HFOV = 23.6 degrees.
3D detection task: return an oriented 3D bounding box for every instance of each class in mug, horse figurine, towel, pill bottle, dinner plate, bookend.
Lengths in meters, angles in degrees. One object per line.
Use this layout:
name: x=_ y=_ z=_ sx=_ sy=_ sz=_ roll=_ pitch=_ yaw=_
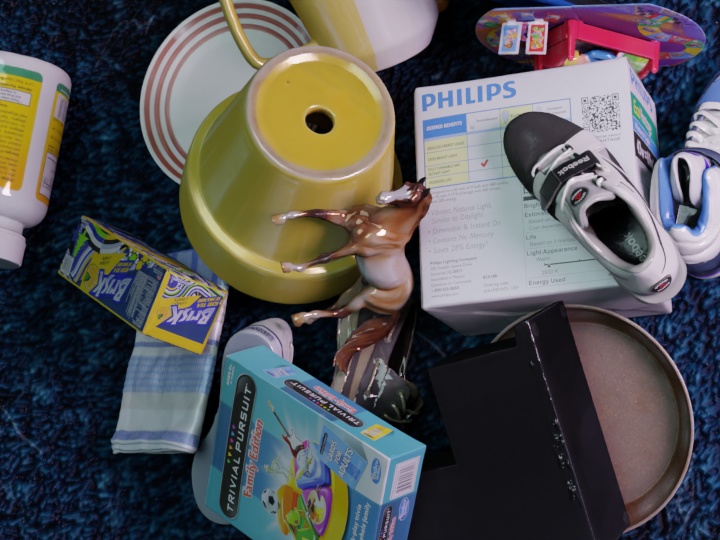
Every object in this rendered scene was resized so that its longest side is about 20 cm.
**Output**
mug: x=-0.017 y=-0.259 z=1.568 sx=0.186 sy=0.150 sz=0.154 roll=-15 pitch=110 yaw=23
horse figurine: x=0.000 y=0.000 z=1.469 sx=0.132 sy=0.200 sz=0.050 roll=-13 pitch=45 yaw=-5
towel: x=-0.177 y=0.075 z=1.611 sx=0.147 sy=0.024 sz=0.201 roll=-6 pitch=70 yaw=54
pill bottle: x=-0.360 y=-0.108 z=1.714 sx=0.112 sy=0.113 sz=0.201 roll=5 pitch=79 yaw=21
dinner plate: x=-0.123 y=-0.169 z=1.690 sx=0.199 sy=0.024 sz=0.201 roll=-5 pitch=74 yaw=20
bookend: x=0.096 y=0.152 z=1.442 sx=0.199 sy=0.092 sz=0.200 roll=-17 pitch=92 yaw=26

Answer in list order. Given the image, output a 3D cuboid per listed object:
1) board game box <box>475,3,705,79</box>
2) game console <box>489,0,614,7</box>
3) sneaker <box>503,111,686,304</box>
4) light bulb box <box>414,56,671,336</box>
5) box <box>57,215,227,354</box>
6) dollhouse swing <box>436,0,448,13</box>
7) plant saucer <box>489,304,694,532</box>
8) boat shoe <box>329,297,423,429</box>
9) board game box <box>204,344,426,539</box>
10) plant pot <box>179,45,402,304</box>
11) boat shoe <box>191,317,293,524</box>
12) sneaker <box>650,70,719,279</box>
board game box: x=0.199 y=-0.185 z=1.501 sx=0.199 sy=0.158 sz=0.039 roll=2 pitch=78 yaw=20
game console: x=0.141 y=-0.292 z=1.514 sx=0.170 sy=0.200 sz=0.119 roll=17 pitch=96 yaw=45
sneaker: x=0.183 y=-0.064 z=1.381 sx=0.074 sy=0.088 sz=0.200 roll=-45 pitch=66 yaw=6
light bulb box: x=0.159 y=-0.061 z=1.503 sx=0.197 sy=0.125 sz=0.201 roll=-7 pitch=75 yaw=19
box: x=-0.205 y=0.011 z=1.601 sx=0.200 sy=0.070 sz=0.065 roll=29 pitch=95 yaw=54
dollhouse swing: x=0.001 y=-0.356 z=1.620 sx=0.199 sy=0.182 sz=0.176 roll=9 pitch=63 yaw=21
plant saucer: x=0.189 y=0.126 z=1.468 sx=0.199 sy=0.034 sz=0.201 roll=4 pitch=99 yaw=25
boat shoe: x=0.015 y=0.110 z=1.543 sx=0.073 sy=0.074 sz=0.201 roll=0 pitch=78 yaw=20
board game box: x=-0.043 y=0.175 z=1.455 sx=0.200 sy=0.047 sz=0.152 roll=28 pitch=118 yaw=37
plant pot: x=-0.052 y=-0.095 z=1.515 sx=0.200 sy=0.189 sz=0.202 roll=4 pitch=67 yaw=-10
boat shoe: x=-0.099 y=0.133 z=1.582 sx=0.074 sy=0.086 sz=0.203 roll=18 pitch=113 yaw=19
sneaker: x=0.298 y=-0.097 z=1.448 sx=0.080 sy=0.146 sz=0.201 roll=12 pitch=82 yaw=22
